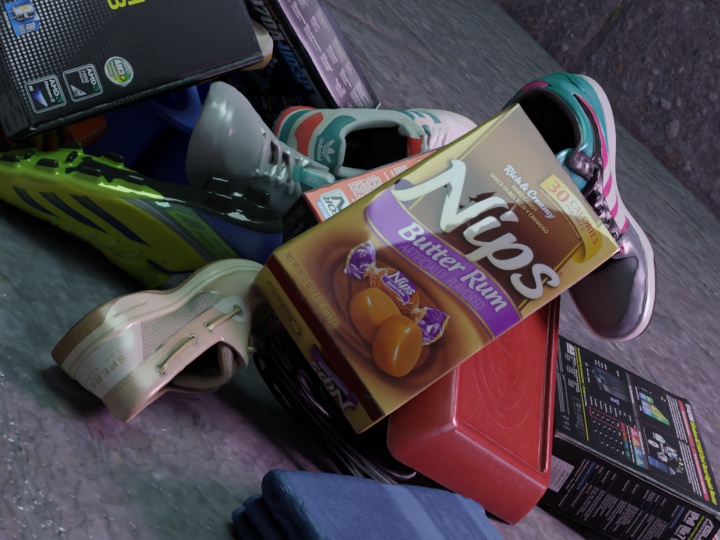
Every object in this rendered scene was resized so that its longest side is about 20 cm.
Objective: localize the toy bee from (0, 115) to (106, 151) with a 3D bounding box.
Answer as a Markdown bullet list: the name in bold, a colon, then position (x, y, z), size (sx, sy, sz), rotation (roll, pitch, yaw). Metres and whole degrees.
- **toy bee**: position (-0.258, -0.159, 1.018), size (0.131, 0.108, 0.201), rotation (-7, 78, -49)

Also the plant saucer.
- **plant saucer**: position (0.088, 0.053, 1.006), size (0.200, 0.037, 0.201), rotation (36, 54, -52)

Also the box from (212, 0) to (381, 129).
- **box**: position (-0.094, -0.193, 1.181), size (0.158, 0.046, 0.200), rotation (4, -42, 41)

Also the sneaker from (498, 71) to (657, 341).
- **sneaker**: position (0.146, -0.047, 1.037), size (0.120, 0.083, 0.201), rotation (0, 73, -56)

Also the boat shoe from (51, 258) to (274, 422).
- **boat shoe**: position (-0.098, 0.043, 0.865), size (0.065, 0.072, 0.200), rotation (49, 22, 10)

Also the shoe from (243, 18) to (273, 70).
- **shoe**: position (-0.141, -0.201, 1.069), size (0.199, 0.053, 0.070), rotation (20, 31, -32)

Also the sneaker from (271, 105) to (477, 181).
- **sneaker**: position (0.032, -0.089, 1.142), size (0.199, 0.071, 0.093), rotation (0, 13, -37)

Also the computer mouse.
- **computer mouse**: position (0.004, 0.085, 0.999), size (0.139, 0.053, 0.200), rotation (51, 27, 5)

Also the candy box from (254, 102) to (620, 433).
- **candy box**: position (0.049, -0.005, 0.910), size (0.117, 0.200, 0.056), rotation (55, -26, 5)

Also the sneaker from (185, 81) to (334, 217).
- **sneaker**: position (-0.062, -0.072, 1.036), size (0.088, 0.076, 0.200), rotation (17, -9, 11)

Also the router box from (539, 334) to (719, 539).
- **router box**: position (0.204, 0.141, 1.199), size (0.149, 0.062, 0.200), rotation (26, 21, -5)

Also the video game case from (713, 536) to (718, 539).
- **video game case**: position (0.246, 0.190, 1.284), size (0.143, 0.017, 0.200), rotation (31, 18, -24)

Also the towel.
- **towel**: position (0.024, 0.168, 0.827), size (0.200, 0.049, 0.112), rotation (19, 25, -50)

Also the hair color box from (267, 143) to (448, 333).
- **hair color box**: position (0.022, -0.030, 1.076), size (0.199, 0.111, 0.064), rotation (-20, 75, -38)

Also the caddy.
- **caddy**: position (-0.172, -0.143, 1.119), size (0.141, 0.105, 0.200), rotation (21, 24, -47)

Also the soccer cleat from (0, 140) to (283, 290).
- **soccer cleat**: position (-0.148, -0.028, 0.946), size (0.199, 0.084, 0.065), rotation (13, 19, -11)

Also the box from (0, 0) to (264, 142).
- **box**: position (-0.179, -0.206, 0.982), size (0.193, 0.047, 0.201), rotation (-23, 96, -35)
